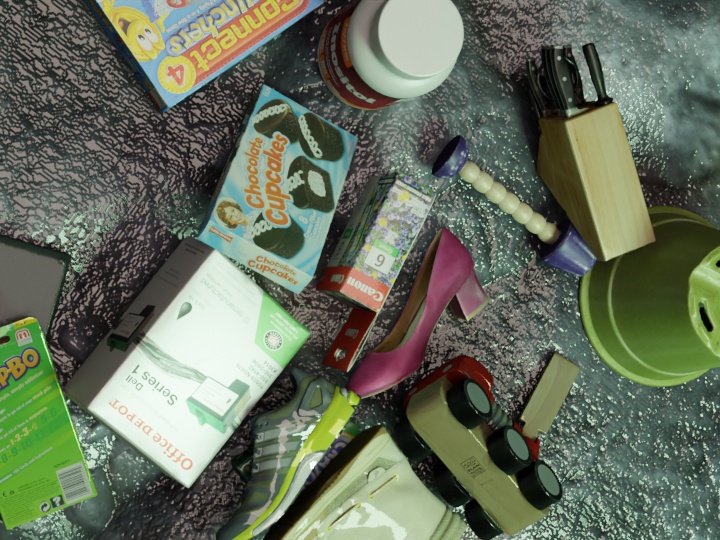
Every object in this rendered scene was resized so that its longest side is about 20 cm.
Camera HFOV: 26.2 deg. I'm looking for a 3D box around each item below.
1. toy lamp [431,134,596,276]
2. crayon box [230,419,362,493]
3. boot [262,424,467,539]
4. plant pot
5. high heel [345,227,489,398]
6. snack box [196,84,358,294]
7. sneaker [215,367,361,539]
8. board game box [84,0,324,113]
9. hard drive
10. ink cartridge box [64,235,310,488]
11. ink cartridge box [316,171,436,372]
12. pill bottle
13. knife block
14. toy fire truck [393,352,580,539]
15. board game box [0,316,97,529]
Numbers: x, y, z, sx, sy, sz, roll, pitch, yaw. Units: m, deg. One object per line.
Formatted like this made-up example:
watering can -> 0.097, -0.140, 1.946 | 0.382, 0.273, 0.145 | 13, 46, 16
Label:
toy lamp -> 0.167, -0.064, 1.647 | 0.200, 0.058, 0.058 | 35, 82, -11
crayon box -> -0.025, 0.241, 1.601 | 0.126, 0.052, 0.200 | -37, 100, -11
boot -> 0.000, 0.275, 1.542 | 0.200, 0.072, 0.155 | -45, 101, -18
plant pot -> 0.359, 0.028, 1.629 | 0.199, 0.190, 0.201 | 0, 90, -15
high heel -> 0.045, 0.046, 1.604 | 0.200, 0.067, 0.096 | -37, 109, -17
snack box -> -0.080, -0.083, 1.537 | 0.116, 0.037, 0.201 | 28, 48, -14
sneaker -> -0.086, 0.185, 1.531 | 0.081, 0.074, 0.200 | 36, 76, -1
board game box -> -0.172, -0.295, 1.555 | 0.200, 0.056, 0.196 | -36, 99, -12
hard drive -> -0.397, 0.024, 1.510 | 0.199, 0.033, 0.140 | 17, 86, -14
ink cartridge box -> -0.171, 0.091, 1.529 | 0.146, 0.084, 0.200 | 42, 79, -27
ink cartridge box -> 0.000, 0.000, 1.575 | 0.050, 0.109, 0.201 | 28, 83, -13
pill bottle -> 0.031, -0.224, 1.535 | 0.112, 0.200, 0.114 | 0, 90, -15
knife block -> 0.237, -0.135, 1.595 | 0.064, 0.176, 0.200 | -21, 56, -13
toy fire truck -> 0.146, 0.150, 1.617 | 0.128, 0.200, 0.176 | -36, 103, 25
board game box -> -0.332, 0.146, 1.507 | 0.095, 0.030, 0.201 | -19, 113, -14
